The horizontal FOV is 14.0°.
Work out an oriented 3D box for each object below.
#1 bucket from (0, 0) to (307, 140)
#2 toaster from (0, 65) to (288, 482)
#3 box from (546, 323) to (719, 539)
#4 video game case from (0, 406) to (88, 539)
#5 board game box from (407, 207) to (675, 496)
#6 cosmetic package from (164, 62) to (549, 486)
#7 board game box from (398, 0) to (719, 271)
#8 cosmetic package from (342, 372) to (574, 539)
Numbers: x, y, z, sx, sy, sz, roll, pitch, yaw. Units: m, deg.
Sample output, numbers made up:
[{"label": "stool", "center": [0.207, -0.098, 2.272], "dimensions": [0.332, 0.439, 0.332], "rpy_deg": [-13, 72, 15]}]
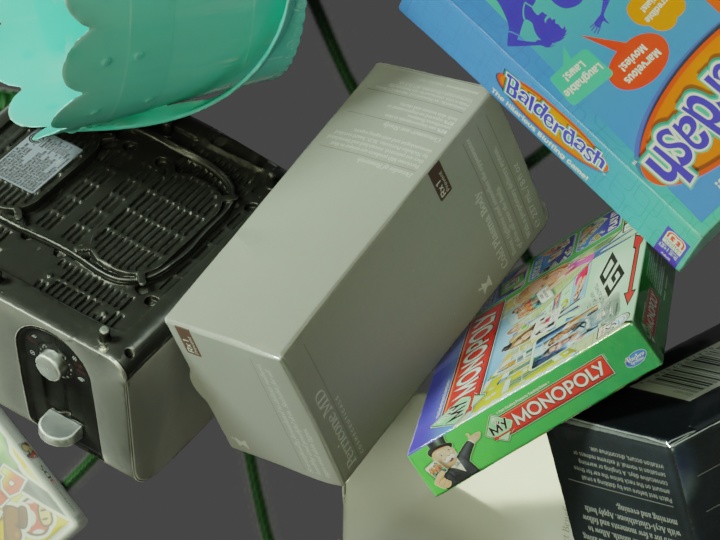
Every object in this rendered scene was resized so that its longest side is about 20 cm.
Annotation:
[{"label": "bucket", "center": [-0.119, -0.175, 1.519], "dimensions": [0.135, 0.207, 0.207], "rpy_deg": [-11, 93, -20]}, {"label": "toaster", "center": [-0.140, -0.007, 1.568], "dimensions": [0.181, 0.200, 0.119], "rpy_deg": [27, 140, 22]}, {"label": "box", "center": [0.199, 0.139, 1.463], "dimensions": [0.107, 0.148, 0.200], "rpy_deg": [11, 122, 56]}, {"label": "video game case", "center": [-0.285, 0.138, 1.729], "dimensions": [0.200, 0.023, 0.182], "rpy_deg": [-41, 83, 18]}, {"label": "board game box", "center": [0.098, 0.032, 1.496], "dimensions": [0.135, 0.200, 0.029], "rpy_deg": [-32, 103, 19]}, {"label": "cosmetic package", "center": [0.000, 0.000, 1.514], "dimensions": [0.090, 0.107, 0.200], "rpy_deg": [14, 57, 35]}, {"label": "board game box", "center": [0.144, -0.120, 1.500], "dimensions": [0.200, 0.045, 0.152], "rpy_deg": [43, 64, 9]}, {"label": "cosmetic package", "center": [0.095, 0.112, 1.574], "dimensions": [0.200, 0.074, 0.102], "rpy_deg": [5, 98, 20]}]
